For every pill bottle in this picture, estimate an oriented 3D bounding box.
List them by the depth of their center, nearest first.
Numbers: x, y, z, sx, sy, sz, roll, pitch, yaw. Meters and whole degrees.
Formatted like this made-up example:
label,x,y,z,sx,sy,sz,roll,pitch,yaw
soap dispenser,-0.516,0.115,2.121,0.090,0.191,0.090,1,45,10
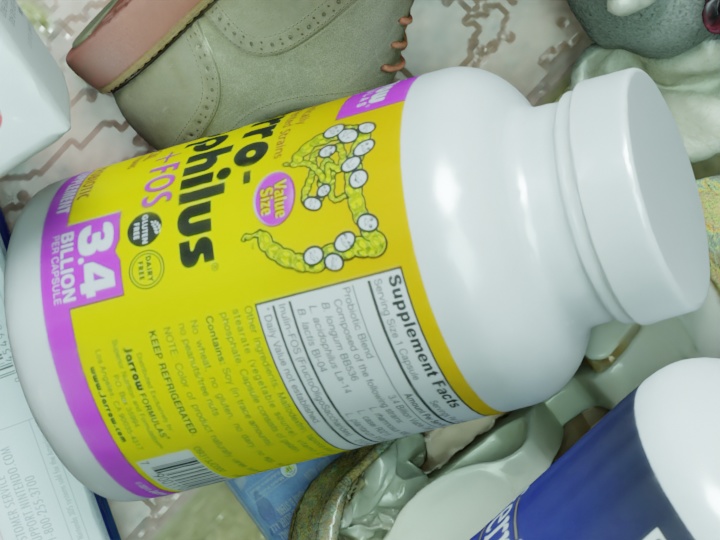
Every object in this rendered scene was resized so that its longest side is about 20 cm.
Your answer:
label,x,y,z,sx,sy,sz,roll,pitch,yaw
pill bottle,0.095,0.098,0.830,0.116,0.116,0.200,44,111,-6
pill bottle,0.000,0.000,0.863,0.199,0.104,0.105,-15,96,20

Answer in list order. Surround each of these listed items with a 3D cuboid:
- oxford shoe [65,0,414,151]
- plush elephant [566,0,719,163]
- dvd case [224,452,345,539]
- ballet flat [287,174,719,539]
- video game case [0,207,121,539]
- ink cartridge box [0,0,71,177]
label,x,y,z,sx,sy,sz,roll,pitch,yaw
oxford shoe,0.000,-0.098,0.880,0.200,0.071,0.074,-33,105,34
plush elephant,0.114,-0.116,0.874,0.154,0.200,0.166,-19,82,20
dvd case,0.063,0.098,0.948,0.142,0.018,0.201,-36,95,-1
ballet flat,0.062,0.044,0.901,0.200,0.071,0.071,-37,96,0
video game case,-0.174,0.086,0.918,0.180,0.045,0.201,-19,96,-2
ink cartridge box,-0.194,-0.088,0.823,0.145,0.083,0.201,-33,105,1
